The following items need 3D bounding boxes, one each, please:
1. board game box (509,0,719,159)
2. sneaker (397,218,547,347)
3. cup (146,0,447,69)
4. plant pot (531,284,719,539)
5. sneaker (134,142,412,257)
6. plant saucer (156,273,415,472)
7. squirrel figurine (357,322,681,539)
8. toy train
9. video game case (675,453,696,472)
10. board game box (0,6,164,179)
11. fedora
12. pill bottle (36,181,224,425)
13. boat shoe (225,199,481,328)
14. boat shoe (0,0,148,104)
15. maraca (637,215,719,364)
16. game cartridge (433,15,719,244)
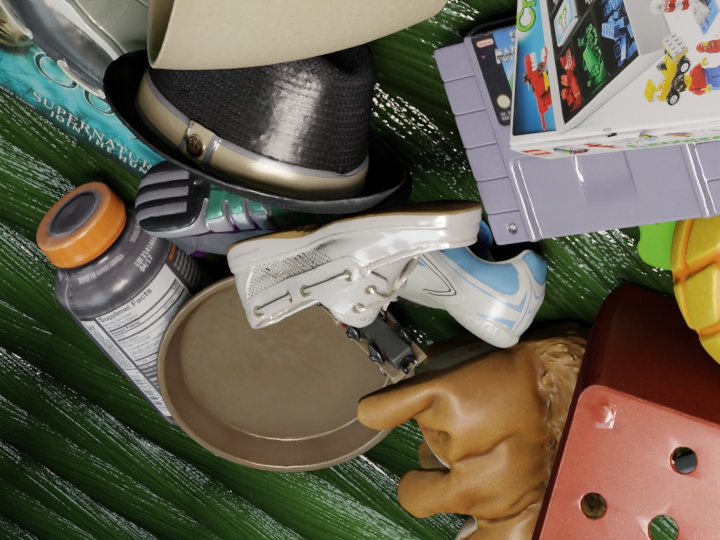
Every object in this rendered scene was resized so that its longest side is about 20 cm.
[{"bbox_3d":[0.127,-0.155,0.819,0.034,0.202,0.126,10,171,-42],"label":"board game box"},{"bbox_3d":[0.046,-0.011,1.259,0.199,0.073,0.072,25,171,40],"label":"sneaker"},{"bbox_3d":[-0.022,-0.190,0.933,0.142,0.202,0.200,9,154,-13],"label":"cup"},{"bbox_3d":[0.198,0.138,1.114,0.199,0.202,0.176,18,-170,19],"label":"plant pot"},{"bbox_3d":[-0.051,-0.047,1.269,0.198,0.075,0.088,-3,157,21],"label":"sneaker"},{"bbox_3d":[-0.057,0.073,1.422,0.198,0.030,0.201,0,127,0],"label":"plant saucer"},{"bbox_3d":[0.123,0.139,1.292,0.198,0.141,0.188,-16,98,20],"label":"squirrel figurine"},{"bbox_3d":[-0.019,0.016,1.304,0.200,0.034,0.046,45,167,39],"label":"toy train"},{"bbox_3d":[0.332,0.175,1.303,0.181,0.023,0.200,37,152,-11],"label":"video game case"},{"bbox_3d":[-0.171,-0.122,1.319,0.199,0.028,0.135,31,152,0],"label":"board game box"},{"bbox_3d":[-0.055,-0.118,1.125,0.199,0.201,0.092,26,116,11],"label":"fedora"},{"bbox_3d":[-0.171,0.022,1.465,0.106,0.107,0.200,1,138,43],"label":"pill bottle"},{"bbox_3d":[0.000,0.000,1.156,0.199,0.070,0.070,-12,88,44],"label":"boat shoe"},{"bbox_3d":[-0.159,-0.144,1.226,0.200,0.076,0.060,48,138,-5],"label":"boat shoe"},{"bbox_3d":[0.223,-0.005,1.048,0.200,0.107,0.138,42,143,29],"label":"maraca"},{"bbox_3d":[0.131,-0.086,1.027,0.199,0.038,0.131,-8,110,49],"label":"game cartridge"}]
